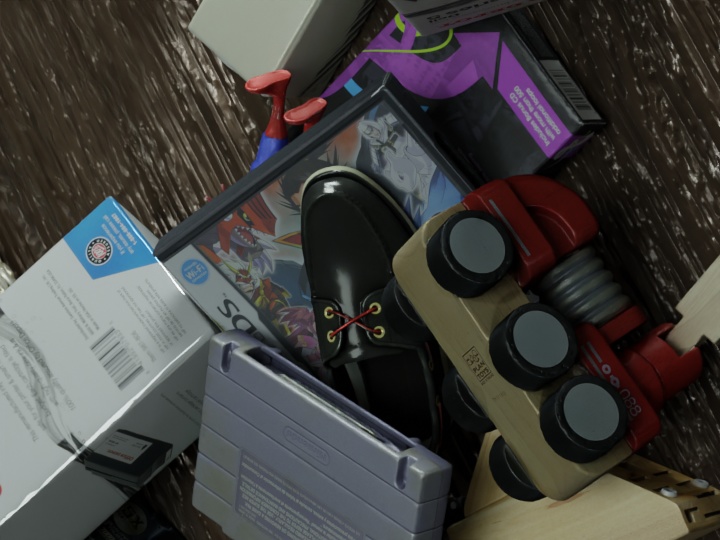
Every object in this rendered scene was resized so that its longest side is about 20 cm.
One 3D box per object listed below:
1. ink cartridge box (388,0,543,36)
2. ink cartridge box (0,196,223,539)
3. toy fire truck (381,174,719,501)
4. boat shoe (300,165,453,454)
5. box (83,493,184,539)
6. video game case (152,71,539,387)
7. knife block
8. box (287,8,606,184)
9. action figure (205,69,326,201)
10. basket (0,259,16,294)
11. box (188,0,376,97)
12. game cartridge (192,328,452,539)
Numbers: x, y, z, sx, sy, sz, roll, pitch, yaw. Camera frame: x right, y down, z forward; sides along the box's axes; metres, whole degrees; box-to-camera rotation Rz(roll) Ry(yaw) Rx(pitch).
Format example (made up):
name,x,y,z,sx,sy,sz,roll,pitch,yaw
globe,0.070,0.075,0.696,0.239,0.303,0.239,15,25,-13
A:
name,x,y,z,sx,sy,sz,roll,pitch,yaw
ink cartridge box,0.079,-0.206,1.500,0.145,0.200,0.084,-15,84,9
ink cartridge box,-0.187,0.076,1.720,0.200,0.084,0.145,-41,54,2
toy fire truck,0.144,0.012,1.530,0.176,0.200,0.129,55,148,9
boat shoe,0.009,0.034,1.596,0.073,0.063,0.202,-9,114,18
box,-0.177,0.276,1.779,0.164,0.086,0.200,42,114,25
video game case,0.000,0.000,1.628,0.200,0.026,0.181,-34,106,27
knife block,0.110,0.185,1.601,0.199,0.064,0.176,22,105,30
box,0.043,-0.082,1.647,0.200,0.036,0.143,-46,68,29
action figure,-0.060,-0.029,1.683,0.065,0.052,0.201,35,136,33
basket,-0.360,0.038,1.845,0.198,0.161,0.200,51,118,21
box,-0.022,-0.212,1.664,0.082,0.068,0.200,43,114,24
game cartridge,-0.026,0.133,1.597,0.200,0.038,0.130,31,127,40
